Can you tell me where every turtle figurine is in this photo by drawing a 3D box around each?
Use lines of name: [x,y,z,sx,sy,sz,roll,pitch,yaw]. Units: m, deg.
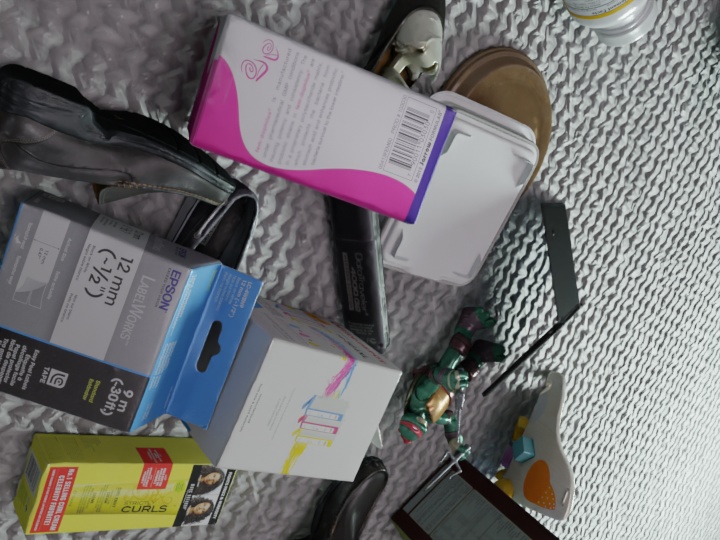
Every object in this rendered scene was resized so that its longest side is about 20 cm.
turtle figurine: [0.105,0.149,0.938,0.202,0.099,0.151,-54,154,-27]

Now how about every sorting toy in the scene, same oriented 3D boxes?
sorting toy: [0.262,0.235,1.100,0.200,0.104,0.185,32,74,-76]

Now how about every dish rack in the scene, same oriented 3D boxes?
dish rack: [0.103,-0.074,0.832,0.168,0.044,0.203,13,114,-34]

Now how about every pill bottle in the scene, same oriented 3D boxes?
pill bottle: [0.250,-0.333,0.816,0.105,0.104,0.199,-54,133,-3]

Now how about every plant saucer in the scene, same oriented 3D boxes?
plant saucer: [0.152,-0.148,0.880,0.196,0.029,0.205,-19,122,-31]

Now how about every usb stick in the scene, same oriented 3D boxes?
usb stick: [0.000,0.000,0.814,0.033,0.054,0.205,-55,145,-53]

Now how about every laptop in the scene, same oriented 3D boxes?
laptop: [0.208,0.030,0.959,0.200,0.116,0.186,-47,166,20]

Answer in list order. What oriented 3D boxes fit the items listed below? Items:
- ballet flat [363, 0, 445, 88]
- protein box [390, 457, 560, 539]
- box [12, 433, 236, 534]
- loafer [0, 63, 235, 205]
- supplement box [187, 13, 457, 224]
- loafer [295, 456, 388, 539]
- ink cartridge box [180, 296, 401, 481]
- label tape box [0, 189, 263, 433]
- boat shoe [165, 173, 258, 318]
ballet flat: [0.038,-0.189,0.740,0.068,0.068,0.203,32,90,-42]
protein box: [0.175,0.399,1.045,0.134,0.199,0.201,-39,130,-15]
box: [-0.218,0.202,0.736,0.197,0.050,0.077,15,102,-42]
loafer: [-0.193,-0.087,0.607,0.197,0.073,0.073,21,105,-31]
supplement box: [-0.037,-0.126,0.643,0.196,0.103,0.103,18,101,-20]
loafer: [-0.024,0.321,0.924,0.072,0.072,0.202,37,86,-42]
ink cartridge box: [-0.067,0.115,0.763,0.197,0.128,0.128,19,99,-43]
label tape box: [-0.191,0.044,0.619,0.196,0.066,0.146,22,98,-14]
boat shoe: [-0.148,0.013,0.688,0.071,0.067,0.203,27,93,-43]
